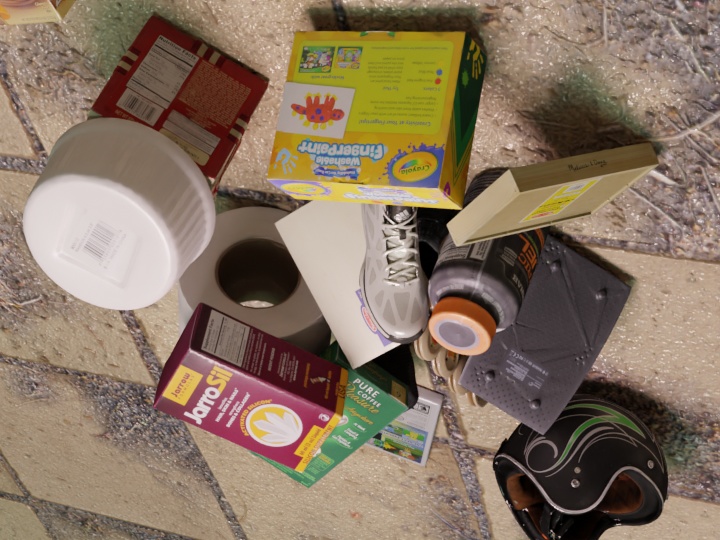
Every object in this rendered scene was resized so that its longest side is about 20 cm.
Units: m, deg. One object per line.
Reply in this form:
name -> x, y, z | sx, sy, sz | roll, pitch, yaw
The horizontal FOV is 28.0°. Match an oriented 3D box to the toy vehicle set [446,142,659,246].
toy vehicle set -> 0.199, -0.079, 1.486 | 0.124, 0.199, 0.027 | -42, 67, 52

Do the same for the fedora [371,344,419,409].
fedora -> 0.021, 0.150, 1.871 | 0.092, 0.200, 0.201 | 57, 147, 13

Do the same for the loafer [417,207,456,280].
loafer -> 0.090, 0.003, 1.742 | 0.068, 0.071, 0.201 | 12, 143, 19

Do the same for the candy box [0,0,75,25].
candy box -> -0.429, -0.338, 1.636 | 0.198, 0.056, 0.116 | 3, 139, 30

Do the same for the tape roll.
tape roll -> -0.130, 0.040, 1.814 | 0.201, 0.204, 0.140 | 19, 145, 9

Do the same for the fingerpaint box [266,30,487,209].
fingerpaint box -> 0.018, -0.157, 1.489 | 0.198, 0.168, 0.073 | 4, 167, 27

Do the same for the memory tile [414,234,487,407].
memory tile -> 0.124, 0.064, 1.695 | 0.017, 0.154, 0.200 | 6, 158, 31

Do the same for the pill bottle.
pill bottle -> 0.138, -0.005, 1.588 | 0.105, 0.201, 0.107 | 16, 145, 12

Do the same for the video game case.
video game case -> 0.015, 0.200, 2.087 | 0.198, 0.022, 0.183 | 19, 144, 8

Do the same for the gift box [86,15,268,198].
gift box -> -0.238, -0.144, 1.652 | 0.184, 0.201, 0.187 | 33, 146, -3

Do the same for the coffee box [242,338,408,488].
coffee box -> -0.046, 0.180, 1.796 | 0.123, 0.044, 0.200 | 34, 123, -21

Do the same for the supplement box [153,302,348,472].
supplement box -> -0.127, 0.139, 1.689 | 0.199, 0.086, 0.111 | 25, 125, -13

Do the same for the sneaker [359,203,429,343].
sneaker -> 0.034, -0.028, 1.577 | 0.075, 0.202, 0.116 | -7, 159, -4

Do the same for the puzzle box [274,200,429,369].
puzzle box -> 0.000, 0.000, 1.698 | 0.132, 0.025, 0.201 | -28, 90, 22

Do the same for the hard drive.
hard drive -> 0.211, 0.073, 1.674 | 0.134, 0.201, 0.042 | 30, -178, -9

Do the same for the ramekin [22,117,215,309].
ramekin -> -0.265, -0.053, 1.554 | 0.199, 0.098, 0.202 | 10, 130, 12

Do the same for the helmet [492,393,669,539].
helmet -> 0.289, 0.255, 1.842 | 0.200, 0.190, 0.201 | 51, 159, 28
